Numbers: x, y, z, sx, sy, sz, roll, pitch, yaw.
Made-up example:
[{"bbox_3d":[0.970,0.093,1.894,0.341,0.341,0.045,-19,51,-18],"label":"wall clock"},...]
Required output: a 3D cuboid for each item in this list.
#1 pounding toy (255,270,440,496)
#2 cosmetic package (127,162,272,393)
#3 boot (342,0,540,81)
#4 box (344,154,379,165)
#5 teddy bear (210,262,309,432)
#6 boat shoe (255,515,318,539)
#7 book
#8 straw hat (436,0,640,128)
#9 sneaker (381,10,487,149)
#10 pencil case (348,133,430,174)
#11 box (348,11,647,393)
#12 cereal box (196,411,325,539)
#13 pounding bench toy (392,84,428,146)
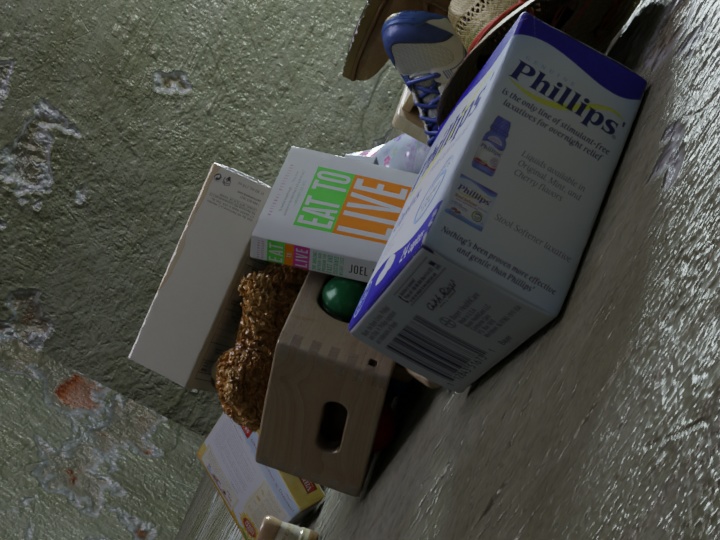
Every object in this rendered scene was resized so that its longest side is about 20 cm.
[{"bbox_3d":[0.004,0.082,1.219,0.185,0.141,0.201,-67,-7,-48],"label":"pounding toy"},{"bbox_3d":[-0.133,0.011,1.322,0.201,0.073,0.103,-65,-20,-1],"label":"cosmetic package"},{"bbox_3d":[0.098,-0.200,1.230,0.176,0.199,0.066,-61,4,43],"label":"boot"},{"bbox_3d":[0.000,0.000,1.489,0.201,0.041,0.157,68,-144,-48],"label":"box"},{"bbox_3d":[-0.087,0.048,1.300,0.145,0.066,0.202,47,-119,-81],"label":"teddy bear"},{"bbox_3d":[-0.108,0.315,1.399,0.201,0.064,0.071,-59,6,34],"label":"boat shoe"},{"bbox_3d":[0.016,-0.037,1.224,0.134,0.198,0.048,-69,-12,-51],"label":"book"},{"bbox_3d":[0.122,-0.205,1.108,0.200,0.085,0.201,-30,-17,-10],"label":"straw hat"},{"bbox_3d":[0.084,-0.134,1.183,0.075,0.200,0.089,-9,49,46],"label":"sneaker"},{"bbox_3d":[0.056,-0.112,1.518,0.199,0.083,0.091,-18,37,51],"label":"pencil case"},{"bbox_3d":[0.093,-0.043,0.986,0.201,0.104,0.184,-64,6,-26],"label":"box"},{"bbox_3d":[-0.114,0.225,1.545,0.039,0.145,0.200,-23,-15,-29],"label":"cereal box"},{"bbox_3d":[0.132,-0.213,1.380,0.157,0.123,0.200,-60,5,28],"label":"pounding bench toy"}]
